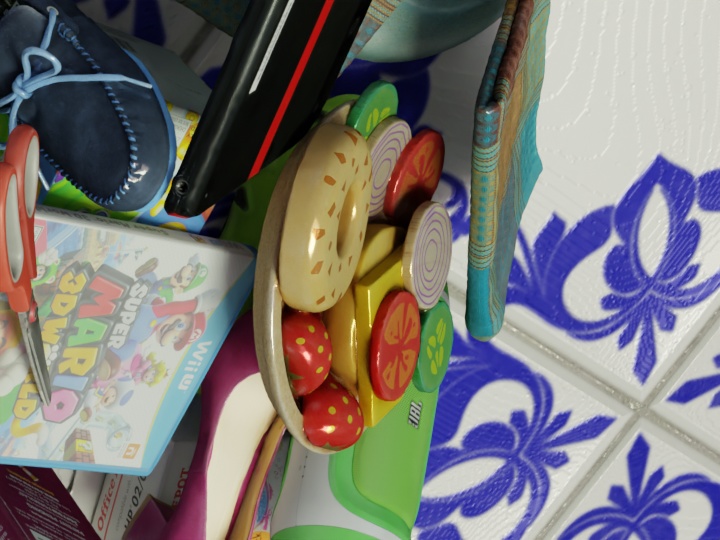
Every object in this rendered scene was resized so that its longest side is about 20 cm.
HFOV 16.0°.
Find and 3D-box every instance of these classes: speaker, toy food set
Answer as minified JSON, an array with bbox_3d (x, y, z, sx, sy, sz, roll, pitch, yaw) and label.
[{"bbox_3d":[0.001,0.089,1.494,0.088,0.088,0.201,42,49,-44],"label":"speaker"},{"bbox_3d":[0.000,0.000,1.387,0.198,0.048,0.201,-40,132,-58],"label":"toy food set"}]

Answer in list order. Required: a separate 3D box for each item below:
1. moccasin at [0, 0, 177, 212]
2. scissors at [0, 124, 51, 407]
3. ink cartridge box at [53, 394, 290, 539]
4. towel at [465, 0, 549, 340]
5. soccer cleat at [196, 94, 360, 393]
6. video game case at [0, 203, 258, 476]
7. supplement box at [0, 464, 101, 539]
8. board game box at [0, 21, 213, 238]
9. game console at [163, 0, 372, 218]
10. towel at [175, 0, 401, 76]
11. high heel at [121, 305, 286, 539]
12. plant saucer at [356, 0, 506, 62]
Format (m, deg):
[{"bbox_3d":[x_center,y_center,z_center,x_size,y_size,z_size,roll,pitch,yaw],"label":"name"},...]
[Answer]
[{"bbox_3d":[-0.164,-0.096,1.245,0.068,0.200,0.081,9,118,-48],"label":"moccasin"},{"bbox_3d":[-0.164,0.017,1.225,0.014,0.073,0.201,6,133,2],"label":"scissors"},{"bbox_3d":[-0.092,0.134,1.545,0.199,0.068,0.116,1,117,-34],"label":"ink cartridge box"},{"bbox_3d":[0.085,-0.073,1.454,0.022,0.147,0.201,11,142,8],"label":"towel"},{"bbox_3d":[-0.045,-0.015,1.487,0.201,0.067,0.081,-55,153,9],"label":"soccer cleat"},{"bbox_3d":[-0.149,0.038,1.318,0.199,0.018,0.144,10,113,-51],"label":"video game case"},{"bbox_3d":[-0.208,0.185,1.410,0.131,0.200,0.103,-49,134,6],"label":"supplement box"},{"bbox_3d":[-0.162,-0.024,1.364,0.104,0.103,0.201,17,109,-41],"label":"board game box"},{"bbox_3d":[-0.028,-0.132,1.240,0.201,0.031,0.177,-66,169,24],"label":"game console"},{"bbox_3d":[-0.043,-0.189,1.298,0.200,0.022,0.147,31,106,-40],"label":"towel"},{"bbox_3d":[-0.062,0.106,1.437,0.067,0.096,0.201,32,95,-41],"label":"high heel"},{"bbox_3d":[0.048,-0.200,1.432,0.200,0.039,0.202,-17,127,-24],"label":"plant saucer"}]
